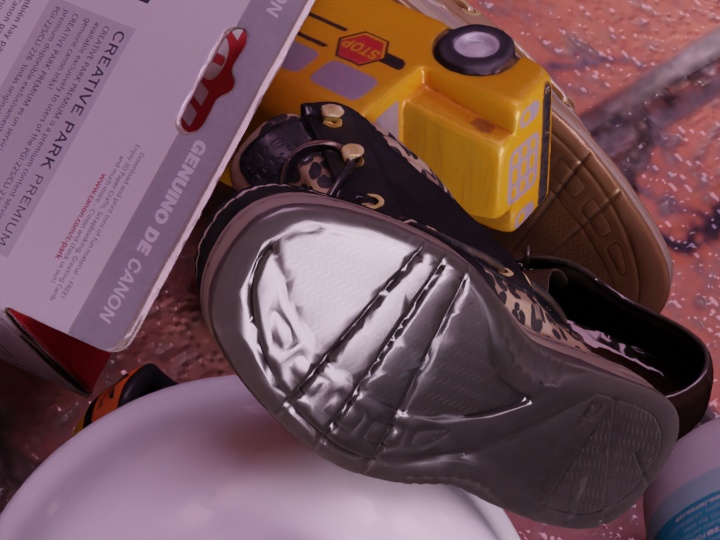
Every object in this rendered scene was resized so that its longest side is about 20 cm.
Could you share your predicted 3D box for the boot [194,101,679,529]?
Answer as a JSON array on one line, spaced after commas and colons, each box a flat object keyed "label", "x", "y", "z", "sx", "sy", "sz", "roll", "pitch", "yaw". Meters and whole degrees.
[{"label": "boot", "x": 0.000, "y": 0.000, "z": 0.827, "sx": 0.199, "sy": 0.073, "sz": 0.151, "roll": 24, "pitch": 16, "yaw": -41}]

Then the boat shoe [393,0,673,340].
[{"label": "boat shoe", "x": 0.055, "y": -0.059, "z": 1.034, "sx": 0.200, "sy": 0.074, "sz": 0.069, "roll": 46, "pitch": 31, "yaw": 8}]

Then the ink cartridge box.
[{"label": "ink cartridge box", "x": -0.095, "y": -0.070, "z": 0.902, "sx": 0.175, "sy": 0.084, "sz": 0.201, "roll": 22, "pitch": 76, "yaw": 24}]

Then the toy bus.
[{"label": "toy bus", "x": -0.027, "y": -0.070, "z": 0.975, "sx": 0.199, "sy": 0.065, "sz": 0.078, "roll": 26, "pitch": 47, "yaw": 27}]

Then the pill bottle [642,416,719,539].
[{"label": "pill bottle", "x": 0.161, "y": 0.154, "z": 0.899, "sx": 0.110, "sy": 0.111, "sz": 0.201, "roll": 6, "pitch": 55, "yaw": -15}]

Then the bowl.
[{"label": "bowl", "x": -0.026, "y": 0.133, "z": 0.802, "sx": 0.199, "sy": 0.090, "sz": 0.203, "roll": 0, "pitch": 89, "yaw": -10}]

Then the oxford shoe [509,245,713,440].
[{"label": "oxford shoe", "x": 0.039, "y": 0.015, "z": 0.970, "sx": 0.198, "sy": 0.085, "sz": 0.073, "roll": 15, "pitch": 55, "yaw": -7}]

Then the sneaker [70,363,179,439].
[{"label": "sneaker", "x": -0.016, "y": 0.107, "z": 0.882, "sx": 0.199, "sy": 0.090, "sz": 0.070, "roll": 33, "pitch": 52, "yaw": 5}]
